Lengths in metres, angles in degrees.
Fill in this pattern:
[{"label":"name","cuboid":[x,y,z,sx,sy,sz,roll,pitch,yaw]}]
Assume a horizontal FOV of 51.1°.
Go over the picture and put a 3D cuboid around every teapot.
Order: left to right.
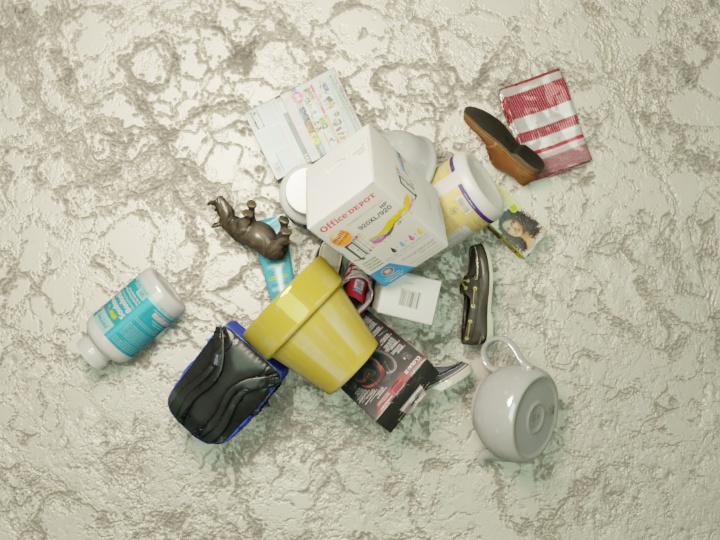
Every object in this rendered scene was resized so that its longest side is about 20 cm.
[{"label":"teapot","cuboid":[0.280,0.263,1.455,0.201,0.145,0.198,-56,131,-21]}]

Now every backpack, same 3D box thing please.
[{"label":"backpack","cuboid":[-0.246,0.220,1.413,0.162,0.168,0.201,40,92,6]}]

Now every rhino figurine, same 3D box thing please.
[{"label":"rhino figurine","cuboid":[-0.217,-0.085,1.450,0.198,0.060,0.088,27,127,15]}]

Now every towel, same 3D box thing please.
[{"label":"towel","cuboid":[0.374,-0.295,1.529,0.142,0.023,0.203,-19,90,-4]}]

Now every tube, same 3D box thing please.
[{"label":"tube","cuboid":[-0.165,-0.006,1.486,0.076,0.050,0.203,-13,84,-5]}]

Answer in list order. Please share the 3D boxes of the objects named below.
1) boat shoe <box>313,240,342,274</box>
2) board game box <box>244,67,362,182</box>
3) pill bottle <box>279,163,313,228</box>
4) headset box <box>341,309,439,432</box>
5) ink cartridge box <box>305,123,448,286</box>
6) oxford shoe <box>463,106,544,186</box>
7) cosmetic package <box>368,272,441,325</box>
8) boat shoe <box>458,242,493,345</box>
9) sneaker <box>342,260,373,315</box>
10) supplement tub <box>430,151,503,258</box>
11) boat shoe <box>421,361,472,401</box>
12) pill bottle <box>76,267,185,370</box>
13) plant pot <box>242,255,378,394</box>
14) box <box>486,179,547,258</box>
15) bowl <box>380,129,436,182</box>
[{"label":"boat shoe","cuboid":[-0.075,0.034,1.489,0.066,0.057,0.203,13,93,-9]},{"label":"board game box","cuboid":[-0.108,-0.284,1.482,0.198,0.064,0.149,-26,91,-2]},{"label":"pill bottle","cuboid":[-0.096,-0.139,1.411,0.110,0.200,0.114,0,89,-4]},{"label":"headset box","cuboid":[0.040,0.193,1.418,0.149,0.075,0.199,-50,51,-6]},{"label":"ink cartridge box","cuboid":[0.024,-0.105,1.254,0.146,0.146,0.199,-33,131,26]},{"label":"oxford shoe","cuboid":[0.271,-0.246,1.504,0.200,0.071,0.071,47,47,12]},{"label":"cosmetic package","cuboid":[0.080,0.047,1.418,0.106,0.200,0.086,13,90,-5]},{"label":"boat shoe","cuboid":[0.226,0.047,1.490,0.060,0.072,0.204,-2,92,-7]},{"label":"sneaker","cuboid":[0.000,0.000,1.457,0.070,0.112,0.203,12,89,-1]},{"label":"supplement tub","cuboid":[0.154,-0.114,1.424,0.199,0.145,0.146,-33,91,25]},{"label":"boat shoe","cuboid":[0.115,0.204,1.480,0.198,0.075,0.094,-26,85,-3]},{"label":"pill bottle","cuboid":[-0.440,0.098,1.433,0.200,0.111,0.111,-41,91,-4]},{"label":"plant pot","cuboid":[-0.077,0.110,1.347,0.189,0.201,0.201,44,87,-2]},{"label":"box","cuboid":[0.275,-0.118,1.507,0.200,0.050,0.075,41,87,-1]},{"label":"bowl","cuboid":[0.040,-0.189,1.413,0.090,0.200,0.203,33,87,-36]}]
